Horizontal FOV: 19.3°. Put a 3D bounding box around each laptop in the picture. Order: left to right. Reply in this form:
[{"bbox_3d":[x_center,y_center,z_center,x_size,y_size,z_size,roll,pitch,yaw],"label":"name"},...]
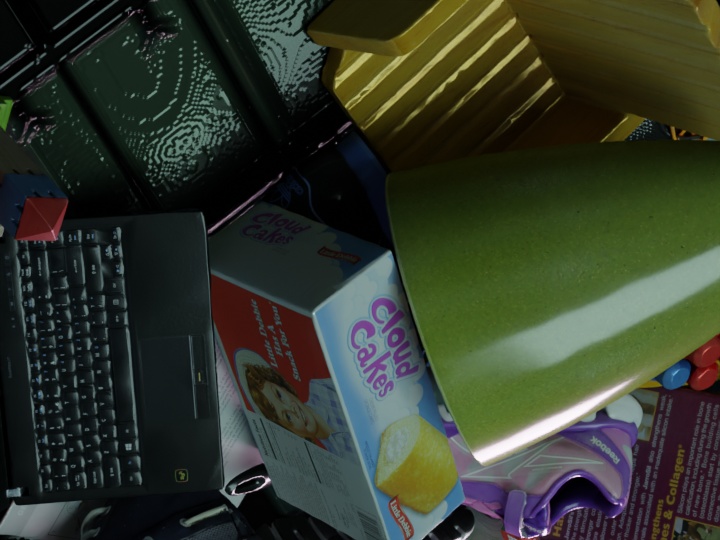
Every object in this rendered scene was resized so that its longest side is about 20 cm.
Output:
[{"bbox_3d":[-0.180,0.068,1.196,0.200,0.103,0.177,-4,108,-4],"label":"laptop"}]

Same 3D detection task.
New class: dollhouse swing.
[{"bbox_3d":[0.113,-0.104,1.287,0.182,0.176,0.200,-44,137,-5],"label":"dollhouse swing"}]

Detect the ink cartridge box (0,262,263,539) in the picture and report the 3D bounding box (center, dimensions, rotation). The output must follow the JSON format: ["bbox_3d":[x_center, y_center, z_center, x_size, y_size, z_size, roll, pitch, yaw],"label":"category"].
[{"bbox_3d":[-0.124,0.087,1.331,0.176,0.045,0.200,20,106,-45],"label":"ink cartridge box"}]

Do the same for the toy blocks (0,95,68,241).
[{"bbox_3d":[-0.245,-0.045,1.077,0.200,0.137,0.100,2,118,-38],"label":"toy blocks"}]

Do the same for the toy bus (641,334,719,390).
[{"bbox_3d":[0.201,0.018,1.431,0.200,0.192,0.136,2,117,-40],"label":"toy bus"}]

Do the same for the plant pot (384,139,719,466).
[{"bbox_3d":[0.140,-0.001,1.269,0.200,0.187,0.187,-18,135,9],"label":"plant pot"}]

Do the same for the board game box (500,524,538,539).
[{"bbox_3d":[0.168,0.149,1.560,0.200,0.019,0.103,-54,142,-31],"label":"board game box"}]

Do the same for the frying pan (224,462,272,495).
[{"bbox_3d":[-0.027,0.129,1.424,0.190,0.031,0.115,-30,144,-31],"label":"frying pan"}]

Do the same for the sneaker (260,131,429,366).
[{"bbox_3d":[0.000,0.000,1.356,0.078,0.070,0.200,-31,131,-5],"label":"sneaker"}]

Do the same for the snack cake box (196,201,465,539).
[{"bbox_3d":[-0.019,0.067,1.280,0.067,0.115,0.200,-38,130,-27],"label":"snack cake box"}]

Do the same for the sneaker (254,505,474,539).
[{"bbox_3d":[-0.010,0.220,1.495,0.200,0.078,0.090,-9,132,-31],"label":"sneaker"}]

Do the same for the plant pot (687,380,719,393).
[{"bbox_3d":[0.355,0.092,1.569,0.200,0.188,0.200,-36,145,-30],"label":"plant pot"}]

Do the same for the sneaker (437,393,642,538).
[{"bbox_3d":[0.093,0.136,1.410,0.200,0.089,0.080,-7,154,2],"label":"sneaker"}]

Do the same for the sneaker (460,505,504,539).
[{"bbox_3d":[0.121,0.184,1.583,0.112,0.073,0.200,-27,131,-39],"label":"sneaker"}]

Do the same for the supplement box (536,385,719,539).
[{"bbox_3d":[0.240,0.149,1.466,0.103,0.200,0.131,13,89,-56],"label":"supplement box"}]

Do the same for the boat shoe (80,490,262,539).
[{"bbox_3d":[-0.157,0.190,1.289,0.200,0.093,0.075,-19,144,-14],"label":"boat shoe"}]

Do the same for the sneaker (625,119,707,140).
[{"bbox_3d":[0.247,-0.121,1.430,0.200,0.077,0.078,-19,133,-2],"label":"sneaker"}]
